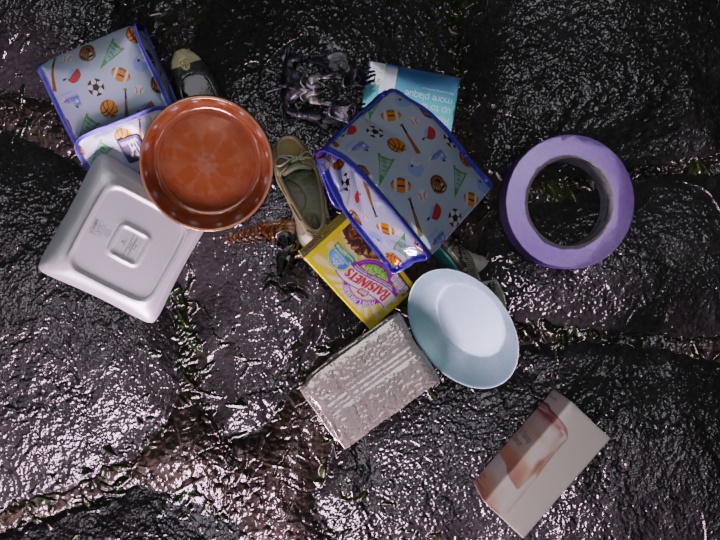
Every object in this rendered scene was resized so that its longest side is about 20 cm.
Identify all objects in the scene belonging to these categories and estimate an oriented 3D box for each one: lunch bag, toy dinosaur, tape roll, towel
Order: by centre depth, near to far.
[{"bbox_3d":[0.051,-0.129,1.073,0.201,0.123,0.170,49,58,-9],"label":"lunch bag"},{"bbox_3d":[-0.364,-0.247,1.187,0.167,0.124,0.203,-21,107,0],"label":"lunch bag"},{"bbox_3d":[0.318,-0.104,1.213,0.195,0.066,0.205,0,92,0],"label":"tape roll"},{"bbox_3d":[-0.104,-0.032,1.217,0.196,0.102,0.139,1,76,18],"label":"toy dinosaur"},{"bbox_3d":[0.014,0.175,1.229,0.198,0.034,0.134,-34,100,1],"label":"towel"}]

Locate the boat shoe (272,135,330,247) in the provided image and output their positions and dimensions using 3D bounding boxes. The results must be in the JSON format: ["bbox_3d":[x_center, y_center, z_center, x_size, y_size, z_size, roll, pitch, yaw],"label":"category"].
[{"bbox_3d":[-0.088,-0.129,1.184,0.072,0.063,0.204,-11,65,-7],"label":"boat shoe"}]

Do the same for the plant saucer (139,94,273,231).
[{"bbox_3d":[-0.229,-0.160,1.169,0.196,0.032,0.205,-3,109,-7],"label":"plant saucer"}]

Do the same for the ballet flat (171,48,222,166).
[{"bbox_3d":[-0.242,-0.251,1.214,0.065,0.057,0.203,-21,91,0],"label":"ballet flat"}]

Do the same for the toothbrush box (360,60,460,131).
[{"bbox_3d":[0.063,-0.201,1.202,0.143,0.085,0.204,11,92,-1],"label":"toothbrush box"}]

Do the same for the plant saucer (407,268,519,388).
[{"bbox_3d":[0.161,0.082,1.184,0.038,0.200,0.203,-33,90,-40],"label":"plant saucer"}]

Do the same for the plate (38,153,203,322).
[{"bbox_3d":[-0.355,-0.042,1.191,0.198,0.032,0.202,29,92,-26],"label":"plate"}]

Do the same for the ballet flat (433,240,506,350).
[{"bbox_3d":[0.181,0.027,1.221,0.074,0.068,0.203,-29,98,-16],"label":"ballet flat"}]

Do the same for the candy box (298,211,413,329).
[{"bbox_3d":[0.000,0.000,1.175,0.102,0.026,0.200,-40,132,2],"label":"candy box"}]

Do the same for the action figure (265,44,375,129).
[{"bbox_3d":[-0.061,-0.274,1.186,0.101,0.198,0.121,-4,110,-41],"label":"action figure"}]

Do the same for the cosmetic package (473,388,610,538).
[{"bbox_3d":[0.275,0.293,1.202,0.087,0.103,0.201,41,90,-2],"label":"cosmetic package"}]
